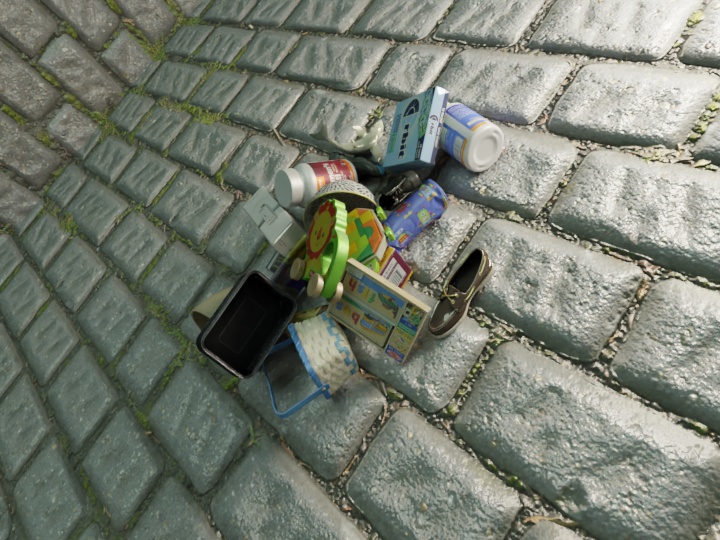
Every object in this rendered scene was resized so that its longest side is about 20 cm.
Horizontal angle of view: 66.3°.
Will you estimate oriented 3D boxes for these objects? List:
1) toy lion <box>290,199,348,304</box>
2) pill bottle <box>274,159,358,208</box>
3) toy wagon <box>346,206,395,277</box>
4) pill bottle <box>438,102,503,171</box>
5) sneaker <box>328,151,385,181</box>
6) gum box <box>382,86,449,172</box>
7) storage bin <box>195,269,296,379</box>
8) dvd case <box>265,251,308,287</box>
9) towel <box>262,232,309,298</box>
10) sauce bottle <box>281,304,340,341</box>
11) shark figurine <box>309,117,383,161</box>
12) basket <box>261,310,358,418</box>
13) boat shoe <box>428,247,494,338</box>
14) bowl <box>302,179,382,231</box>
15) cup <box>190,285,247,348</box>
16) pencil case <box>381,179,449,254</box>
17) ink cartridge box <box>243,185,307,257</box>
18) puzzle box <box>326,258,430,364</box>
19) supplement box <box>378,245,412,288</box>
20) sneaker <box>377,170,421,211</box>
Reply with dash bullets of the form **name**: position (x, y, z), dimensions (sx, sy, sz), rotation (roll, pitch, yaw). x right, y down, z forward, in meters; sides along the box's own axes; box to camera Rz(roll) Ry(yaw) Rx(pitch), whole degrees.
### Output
- **toy lion**: position (-0.073, -0.051, 1.165), dimensions (0.199, 0.067, 0.196), rotation (34, 104, 62)
- **pill bottle**: position (-0.111, -0.217, 1.390), dimensions (0.196, 0.113, 0.108), rotation (-14, 23, -36)
- **toy wagon**: position (0.001, -0.050, 1.194), dimensions (0.153, 0.040, 0.203), rotation (-32, 47, 12)
- **pill bottle**: position (0.239, -0.328, 1.309), dimensions (0.112, 0.112, 0.201), rotation (-41, 46, 3)
- **sneaker**: position (-0.014, -0.264, 1.486), dimensions (0.197, 0.072, 0.084), rotation (19, 95, 42)
- **gum box**: position (0.131, -0.338, 1.345), dimensions (0.199, 0.043, 0.175), rotation (12, 89, 66)
- **storage bin**: position (-0.246, 0.117, 1.191), dimensions (0.202, 0.134, 0.093), rotation (-57, 16, -18)
- **dvd case**: position (-0.152, -0.042, 1.455), dimensions (0.197, 0.016, 0.151), rotation (20, 74, 42)
- **towel**: position (-0.150, 0.000, 1.319), dimensions (0.023, 0.143, 0.201), rotation (41, 97, 23)
- **sauce bottle**: position (-0.094, 0.116, 1.276), dimensions (0.195, 0.065, 0.066), rotation (-17, 52, 23)
- **shark figurine**: position (-0.027, -0.341, 1.514), dimensions (0.089, 0.209, 0.132), rotation (146, 113, -64)
- **basket**: position (-0.112, 0.199, 1.171), dimensions (0.196, 0.141, 0.178), rotation (-26, 45, -5)
- **boat shoe**: position (0.198, 0.044, 1.122), dimensions (0.201, 0.060, 0.071), rotation (-52, 47, -6)
- **bowl**: position (-0.038, -0.153, 1.322), dimensions (0.196, 0.201, 0.096), rotation (-16, 51, 24)
- **cup**: position (-0.291, 0.116, 1.340), dimensions (0.197, 0.203, 0.144), rotation (14, 53, 40)
- **pencil case**: position (0.117, -0.115, 1.274), dimensions (0.200, 0.087, 0.078), rotation (-43, 21, 0)
- **ink cartridge box**: position (-0.198, -0.107, 1.418), dimensions (0.083, 0.146, 0.200), rotation (-45, 47, 2)
- **puzzle box**: position (0.032, 0.083, 1.129), dimensions (0.197, 0.025, 0.136), rotation (31, 116, 15)
- **supplement box**: position (0.000, 0.000, 1.260), dimensions (0.198, 0.103, 0.133), rotation (23, 75, 43)
- **sneaker**: position (0.076, -0.184, 1.296), dimensions (0.104, 0.061, 0.199), rotation (-40, 11, -12)
